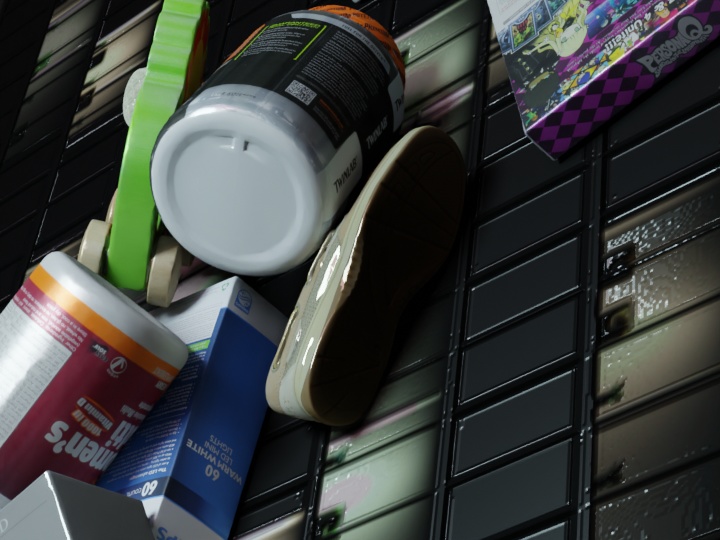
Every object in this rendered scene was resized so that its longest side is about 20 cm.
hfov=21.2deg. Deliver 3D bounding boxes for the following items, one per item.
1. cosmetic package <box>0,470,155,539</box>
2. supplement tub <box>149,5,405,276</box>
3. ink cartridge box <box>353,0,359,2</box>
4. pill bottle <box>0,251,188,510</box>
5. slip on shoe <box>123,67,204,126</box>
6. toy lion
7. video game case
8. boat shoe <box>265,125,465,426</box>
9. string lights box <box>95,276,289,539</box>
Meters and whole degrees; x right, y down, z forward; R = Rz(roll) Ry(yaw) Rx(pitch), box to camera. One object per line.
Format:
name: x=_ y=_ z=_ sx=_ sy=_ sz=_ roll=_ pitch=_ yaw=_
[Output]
cosmetic package: x=-0.153 y=0.222 z=1.055 sx=0.107 sy=0.090 sz=0.200 roll=-41 pitch=54 yaw=18
supplement tub: x=-0.045 y=-0.092 z=1.244 sx=0.122 sy=0.123 sz=0.200 roll=-28 pitch=15 yaw=32
ink cartridge box: x=0.029 y=-0.281 z=1.448 sx=0.200 sy=0.068 sz=0.115 roll=-19 pitch=41 yaw=40
pill bottle: x=-0.205 y=0.097 z=1.177 sx=0.200 sy=0.110 sz=0.110 roll=-53 pitch=30 yaw=-2
slip on shoe: x=-0.106 y=-0.101 z=1.432 sx=0.200 sy=0.061 sz=0.074 roll=34 pitch=111 yaw=48
toy lion: x=-0.135 y=-0.090 z=1.306 sx=0.200 sy=0.068 sz=0.192 roll=-84 pitch=5 yaw=-77
video game case: x=0.172 y=-0.183 z=1.185 sx=0.200 sy=0.036 sz=0.181 roll=-38 pitch=32 yaw=20
boat shoe: x=0.000 y=0.000 z=1.175 sx=0.065 sy=0.072 sz=0.200 roll=2 pitch=63 yaw=52
string lights box: x=-0.119 y=0.110 z=1.217 sx=0.103 sy=0.059 sz=0.200 roll=-21 pitch=41 yaw=40
